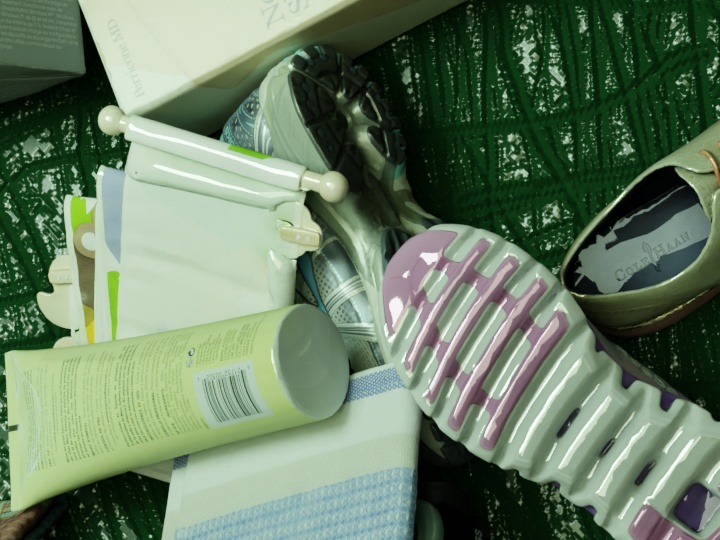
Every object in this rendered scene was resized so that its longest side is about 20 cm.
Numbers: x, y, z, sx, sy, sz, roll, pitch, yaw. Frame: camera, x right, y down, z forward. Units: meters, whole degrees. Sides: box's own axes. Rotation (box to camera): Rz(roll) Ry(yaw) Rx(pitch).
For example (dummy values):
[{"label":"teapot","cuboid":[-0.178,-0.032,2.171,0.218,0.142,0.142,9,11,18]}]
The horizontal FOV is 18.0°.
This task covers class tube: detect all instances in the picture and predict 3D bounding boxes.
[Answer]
[{"label":"tube","cuboid":[-0.094,0.057,1.034,0.199,0.058,0.052,-15,123,38]}]

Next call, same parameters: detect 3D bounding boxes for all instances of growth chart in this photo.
[{"label":"growth chart","cuboid":[-0.085,0.020,1.052,0.144,0.018,0.201,22,123,18]}]

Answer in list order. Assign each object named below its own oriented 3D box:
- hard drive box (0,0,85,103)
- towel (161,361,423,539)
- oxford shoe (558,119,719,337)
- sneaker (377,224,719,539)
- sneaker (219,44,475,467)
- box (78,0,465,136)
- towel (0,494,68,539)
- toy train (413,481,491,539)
[{"label":"hard drive box","cuboid":[-0.219,-0.178,1.106,0.155,0.077,0.202,-14,79,39]},{"label":"towel","cuboid":[-0.034,0.141,0.973,0.146,0.024,0.201,-21,50,35]},{"label":"oxford shoe","cuboid":[0.172,-0.038,0.983,0.200,0.074,0.071,-40,74,12]},{"label":"sneaker","cuboid":[0.091,0.057,0.985,0.200,0.088,0.081,39,95,0]},{"label":"sneaker","cuboid":[0.000,0.000,1.052,0.086,0.077,0.201,-28,84,44]},{"label":"box","cuboid":[-0.027,-0.146,1.060,0.199,0.078,0.095,-28,77,15]},{"label":"towel","cuboid":[-0.253,0.150,1.083,0.199,0.147,0.022,-13,104,17]},{"label":"toy train","cuboid":[0.016,0.188,0.975,0.114,0.085,0.201,-33,41,33]}]
